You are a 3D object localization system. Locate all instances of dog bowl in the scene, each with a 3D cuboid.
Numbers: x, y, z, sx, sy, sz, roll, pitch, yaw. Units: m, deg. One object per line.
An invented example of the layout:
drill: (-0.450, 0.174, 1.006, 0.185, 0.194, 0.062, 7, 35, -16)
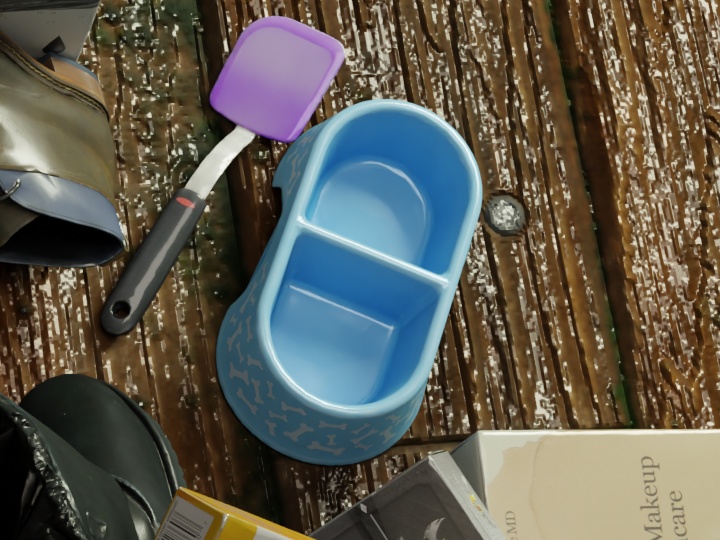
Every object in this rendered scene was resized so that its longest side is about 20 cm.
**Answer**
dog bowl: (0.000, 0.000, 1.233, 0.111, 0.050, 0.200, 22, 65, -8)

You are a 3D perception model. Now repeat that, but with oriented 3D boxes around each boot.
boot: (-0.137, 0.094, 1.062, 0.073, 0.162, 0.198, -38, 52, 6)
boot: (-0.184, -0.061, 1.139, 0.200, 0.075, 0.097, 11, 50, -50)

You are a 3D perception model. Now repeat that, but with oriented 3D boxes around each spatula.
spatula: (-0.078, -0.048, 1.241, 0.057, 0.021, 0.200, 27, 65, 12)

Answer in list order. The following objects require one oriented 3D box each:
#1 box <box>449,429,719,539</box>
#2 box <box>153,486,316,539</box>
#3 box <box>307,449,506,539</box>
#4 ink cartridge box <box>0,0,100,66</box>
box: (0.143, 0.132, 1.208, 0.200, 0.078, 0.095, 0, 71, -17)
box: (-0.023, 0.177, 1.023, 0.200, 0.041, 0.119, 28, 86, -44)
box: (0.027, 0.208, 1.115, 0.158, 0.048, 0.200, -36, 81, 8)
ink cartridge box: (-0.198, -0.157, 1.149, 0.144, 0.200, 0.084, -2, 69, -18)
